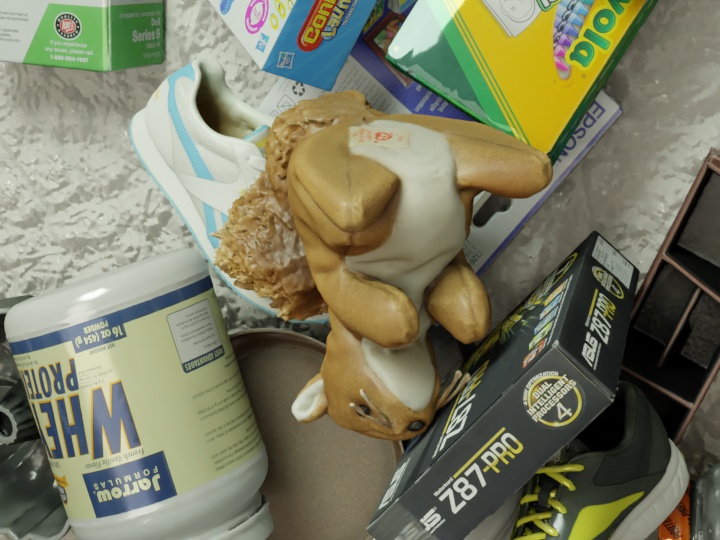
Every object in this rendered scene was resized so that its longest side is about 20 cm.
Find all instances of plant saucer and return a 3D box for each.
[{"bbox_3d":[-0.052,0.137,0.911,0.197,0.032,0.204,6,105,22],"label":"plant saucer"}]

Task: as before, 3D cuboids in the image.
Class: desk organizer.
[{"bbox_3d":[0.203,0.033,0.786,0.071,0.077,0.202,28,112,15],"label":"desk organizer"}]

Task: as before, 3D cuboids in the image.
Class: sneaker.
[{"bbox_3d":[-0.073,-0.051,0.851,0.201,0.076,0.081,49,128,-1],"label":"sneaker"},{"bbox_3d":[0.110,0.141,0.705,0.074,0.200,0.085,1,127,46],"label":"sneaker"}]

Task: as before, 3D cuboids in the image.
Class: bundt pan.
[{"bbox_3d":[-0.265,0.113,1.007,0.199,0.076,0.206,8,108,26],"label":"bundt pan"}]

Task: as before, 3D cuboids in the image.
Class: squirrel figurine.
[{"bbox_3d":[0.000,0.000,0.761,0.199,0.140,0.189,34,132,43],"label":"squirrel figurine"}]

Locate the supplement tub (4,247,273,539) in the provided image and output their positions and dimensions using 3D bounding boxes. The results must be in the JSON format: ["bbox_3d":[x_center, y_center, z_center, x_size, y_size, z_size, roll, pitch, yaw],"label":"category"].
[{"bbox_3d":[-0.146,0.100,0.847,0.143,0.145,0.203,-16,95,26],"label":"supplement tub"}]

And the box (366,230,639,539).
[{"bbox_3d":[0.091,0.072,0.741,0.049,0.200,0.162,40,116,-1],"label":"box"}]

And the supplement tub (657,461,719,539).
[{"bbox_3d":[0.282,0.176,0.751,0.197,0.122,0.125,-2,102,18],"label":"supplement tub"}]

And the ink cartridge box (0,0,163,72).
[{"bbox_3d":[-0.220,-0.253,0.900,0.144,0.084,0.204,9,106,21],"label":"ink cartridge box"}]

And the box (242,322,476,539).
[{"bbox_3d":[0.007,0.116,0.917,0.198,0.036,0.145,-22,93,25],"label":"box"}]

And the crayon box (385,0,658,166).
[{"bbox_3d":[0.119,-0.179,0.751,0.118,0.058,0.202,33,95,11],"label":"crayon box"}]

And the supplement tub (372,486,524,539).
[{"bbox_3d":[0.111,0.227,0.817,0.145,0.146,0.200,-36,101,26],"label":"supplement tub"}]

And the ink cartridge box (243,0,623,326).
[{"bbox_3d":[0.046,-0.103,0.843,0.200,0.047,0.198,44,114,7],"label":"ink cartridge box"}]

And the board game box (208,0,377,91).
[{"bbox_3d":[-0.036,-0.252,0.780,0.197,0.055,0.201,-60,43,24],"label":"board game box"}]
